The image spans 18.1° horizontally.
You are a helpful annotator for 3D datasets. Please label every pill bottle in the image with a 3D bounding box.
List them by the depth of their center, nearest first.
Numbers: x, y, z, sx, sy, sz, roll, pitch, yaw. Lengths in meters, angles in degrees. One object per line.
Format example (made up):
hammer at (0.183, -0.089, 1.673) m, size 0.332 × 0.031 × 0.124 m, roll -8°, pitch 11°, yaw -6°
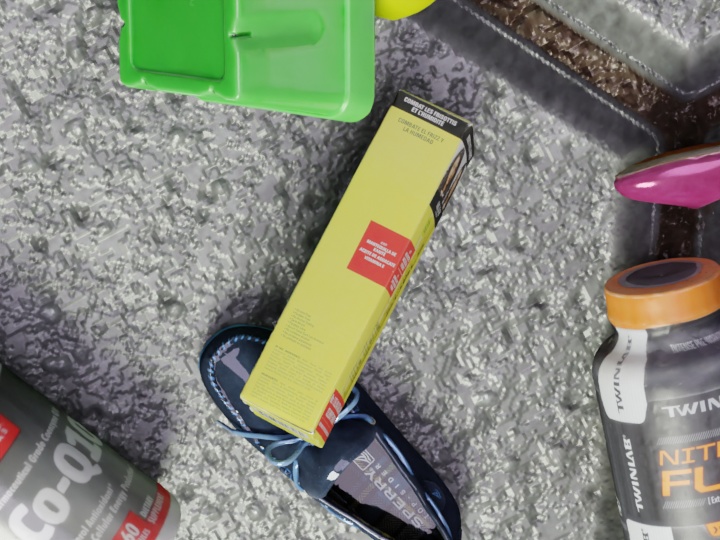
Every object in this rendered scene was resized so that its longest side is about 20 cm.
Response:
pill bottle at (-0.213, 0.121, 1.305) m, size 0.200 × 0.114 × 0.114 m, roll 39°, pitch 95°, yaw -15°
pill bottle at (0.199, 0.095, 1.362) m, size 0.106 × 0.106 × 0.200 m, roll -14°, pitch 104°, yaw -4°

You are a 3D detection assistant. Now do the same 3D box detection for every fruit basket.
fruit basket at (-0.029, -0.188, 1.265) m, size 0.215 × 0.155 × 0.216 m, roll -16°, pitch 111°, yaw -49°

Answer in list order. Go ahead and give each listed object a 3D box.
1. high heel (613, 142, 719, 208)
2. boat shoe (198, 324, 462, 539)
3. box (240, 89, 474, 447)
high heel at (0.250, -0.032, 1.360) m, size 0.200 × 0.067 × 0.096 m, roll -7°, pitch 94°, yaw -20°
boat shoe at (-0.009, 0.103, 1.353) m, size 0.200 × 0.069 × 0.084 m, roll 35°, pitch 96°, yaw -12°
box at (0.000, 0.000, 1.297) m, size 0.050 × 0.075 × 0.200 m, roll 27°, pitch 81°, yaw 8°
